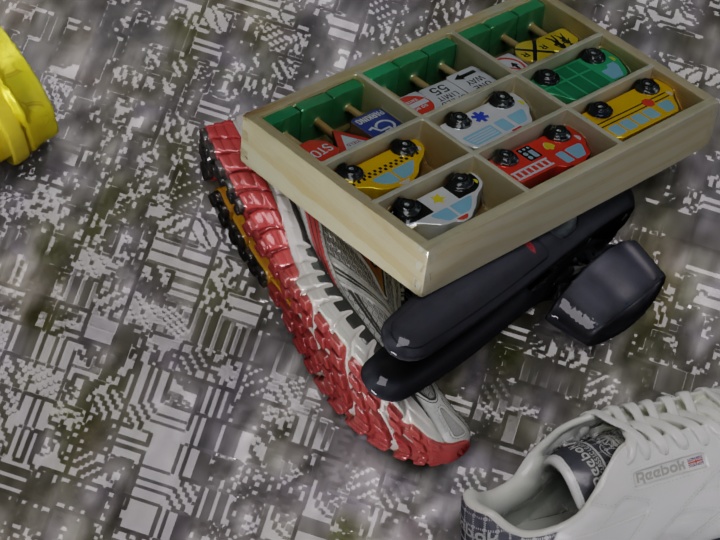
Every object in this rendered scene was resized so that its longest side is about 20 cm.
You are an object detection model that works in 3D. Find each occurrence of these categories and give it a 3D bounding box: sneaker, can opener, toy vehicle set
[{"bbox_3d":[0.137,0.091,0.964,0.200,0.081,0.076,-30,33,-15],"label":"sneaker"},{"bbox_3d":[0.000,0.000,1.001,0.082,0.078,0.200,-26,74,-14],"label":"sneaker"},{"bbox_3d":[0.070,0.005,0.974,0.079,0.064,0.200,36,36,25],"label":"can opener"},{"bbox_3d":[0.058,-0.066,0.994,0.200,0.027,0.124,-27,50,-36],"label":"toy vehicle set"}]

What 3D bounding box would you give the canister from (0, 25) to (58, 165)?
[{"bbox_3d":[-0.267,-0.071,1.006,0.200,0.087,0.149,-36,76,-13],"label":"canister"}]
